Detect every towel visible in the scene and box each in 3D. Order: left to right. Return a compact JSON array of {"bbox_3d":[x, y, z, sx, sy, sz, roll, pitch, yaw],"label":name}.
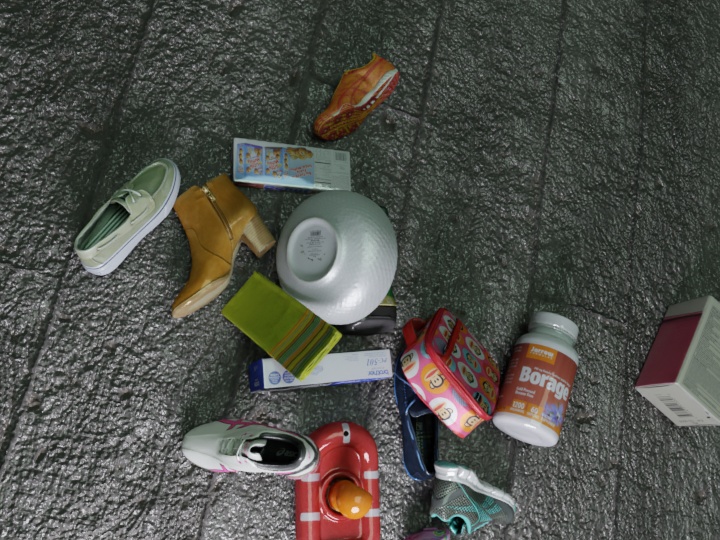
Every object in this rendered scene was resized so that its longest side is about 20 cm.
[{"bbox_3d":[-0.118,0.073,0.985,0.086,0.199,0.018,-47,141,-14],"label":"towel"}]

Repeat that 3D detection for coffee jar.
[{"bbox_3d":[0.000,0.000,1.092,0.103,0.085,0.205,5,75,-37],"label":"coffee jar"}]

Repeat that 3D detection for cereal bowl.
[{"bbox_3d":[-0.049,-0.023,1.014,0.083,0.197,0.205,12,69,-57],"label":"cereal bowl"}]

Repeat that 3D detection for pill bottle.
[{"bbox_3d":[0.300,0.179,1.161,0.111,0.112,0.203,28,69,-14],"label":"pill bottle"}]

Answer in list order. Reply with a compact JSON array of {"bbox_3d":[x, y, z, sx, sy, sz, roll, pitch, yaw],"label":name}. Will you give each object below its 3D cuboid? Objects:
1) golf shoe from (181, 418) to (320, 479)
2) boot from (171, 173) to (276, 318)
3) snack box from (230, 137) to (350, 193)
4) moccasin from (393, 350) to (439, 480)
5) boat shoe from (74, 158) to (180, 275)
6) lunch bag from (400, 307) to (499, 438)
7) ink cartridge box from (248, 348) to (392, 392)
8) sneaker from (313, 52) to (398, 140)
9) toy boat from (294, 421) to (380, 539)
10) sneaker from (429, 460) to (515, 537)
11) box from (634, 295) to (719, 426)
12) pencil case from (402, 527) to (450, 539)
[{"bbox_3d":[-0.154,0.237,0.945,0.195,0.092,0.074,2,68,8],"label":"golf shoe"},{"bbox_3d":[-0.237,-0.041,1.025,0.201,0.071,0.144,-42,86,-23],"label":"boot"},{"bbox_3d":[-0.110,-0.166,1.121,0.196,0.024,0.074,3,77,-22],"label":"snack box"},{"bbox_3d":[0.102,0.224,1.093,0.079,0.068,0.205,-4,79,-23],"label":"moccasin"},{"bbox_3d":[-0.325,-0.084,0.983,0.071,0.062,0.202,25,68,11],"label":"boat shoe"},{"bbox_3d":[0.132,0.143,1.067,0.177,0.082,0.200,48,21,-2],"label":"lunch bag"},{"bbox_3d":[-0.060,0.149,1.030,0.196,0.094,0.045,-2,78,-22],"label":"ink cartridge box"},{"bbox_3d":[-0.017,-0.292,1.177,0.077,0.073,0.200,37,61,14],"label":"sneaker"},{"bbox_3d":[-0.022,0.319,0.985,0.128,0.130,0.205,3,77,-22],"label":"toy boat"},{"bbox_3d":[0.166,0.364,1.062,0.199,0.077,0.093,37,64,-34],"label":"sneaker"},{"bbox_3d":[0.625,0.171,1.298,0.127,0.109,0.202,39,66,-9],"label":"box"},{"bbox_3d":[0.121,0.493,1.032,0.086,0.087,0.204,-14,84,-24],"label":"pencil case"}]
